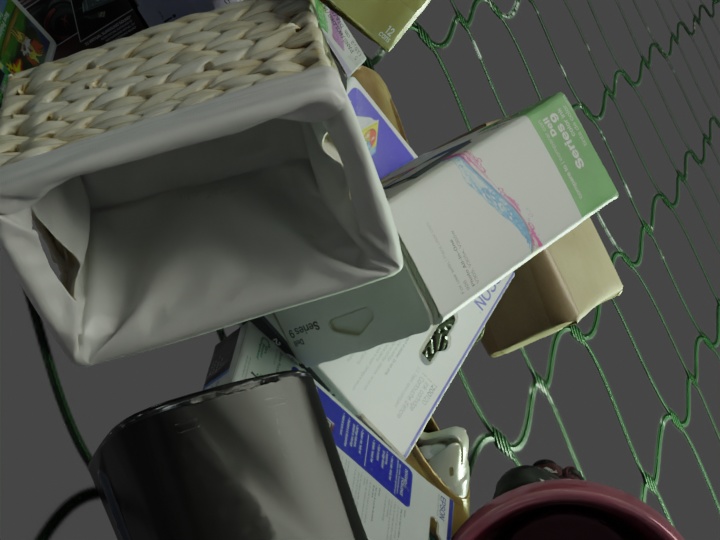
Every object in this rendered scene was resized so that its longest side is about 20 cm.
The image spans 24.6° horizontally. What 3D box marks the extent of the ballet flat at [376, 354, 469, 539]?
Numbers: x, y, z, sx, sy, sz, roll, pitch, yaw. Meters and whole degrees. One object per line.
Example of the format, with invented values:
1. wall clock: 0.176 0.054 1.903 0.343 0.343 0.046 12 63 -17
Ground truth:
1. ballet flat: 0.043 0.116 1.216 0.200 0.063 0.069 60 21 -10

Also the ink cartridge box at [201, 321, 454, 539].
1. ink cartridge box: -0.021 0.130 1.060 0.200 0.039 0.099 43 28 -19

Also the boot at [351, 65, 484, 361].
1. boot: 0.036 -0.044 1.340 0.175 0.066 0.200 64 8 -60

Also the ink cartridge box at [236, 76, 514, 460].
1. ink cartridge box: 0.000 0.000 1.159 0.200 0.043 0.198 49 51 -17

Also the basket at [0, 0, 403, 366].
1. basket: -0.092 -0.055 0.913 0.123 0.200 0.136 -99 171 -49

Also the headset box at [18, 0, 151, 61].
1. headset box: -0.153 -0.176 1.093 0.200 0.075 0.149 58 24 -11

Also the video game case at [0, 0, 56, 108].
1. video game case: -0.248 -0.131 0.910 0.182 0.022 0.200 49 26 -32

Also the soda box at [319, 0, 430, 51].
1. soda box: -0.037 -0.207 0.958 0.068 0.064 0.200 35 7 -48

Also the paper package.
1. paper package: 0.145 -0.036 1.551 0.200 0.103 0.191 65 22 1

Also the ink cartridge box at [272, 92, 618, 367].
1. ink cartridge box: 0.048 -0.026 1.081 0.200 0.145 0.088 -35 99 -40

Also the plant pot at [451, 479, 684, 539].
1. plant pot: 0.146 0.239 1.168 0.200 0.200 0.179 64 7 1

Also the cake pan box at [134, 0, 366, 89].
1. cake pan box: -0.083 -0.181 1.086 0.200 0.052 0.184 58 26 -11

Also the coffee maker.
1. coffee maker: -0.041 0.156 0.830 0.135 0.192 0.200 -4 67 -48

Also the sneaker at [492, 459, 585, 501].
1. sneaker: 0.151 0.192 1.375 0.200 0.076 0.116 56 16 -44
